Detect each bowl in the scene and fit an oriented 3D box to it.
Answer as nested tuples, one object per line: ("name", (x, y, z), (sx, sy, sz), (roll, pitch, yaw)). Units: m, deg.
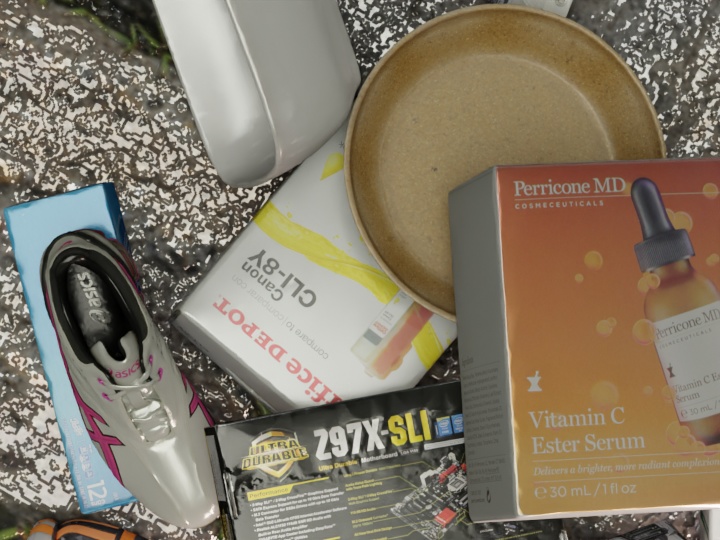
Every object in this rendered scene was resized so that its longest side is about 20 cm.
("bowl", (-0.068, -0.157, 1.586), (0.075, 0.200, 0.200), (-22, 93, -15))

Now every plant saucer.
("plant saucer", (0.086, -0.060, 1.581), (0.200, 0.035, 0.200), (1, 82, -10))

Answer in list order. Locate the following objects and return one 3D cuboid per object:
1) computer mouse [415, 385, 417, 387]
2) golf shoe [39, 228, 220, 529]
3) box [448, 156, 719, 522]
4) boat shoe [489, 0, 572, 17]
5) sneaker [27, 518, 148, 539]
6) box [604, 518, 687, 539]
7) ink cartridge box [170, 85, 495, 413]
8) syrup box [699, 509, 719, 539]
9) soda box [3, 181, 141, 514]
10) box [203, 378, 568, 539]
("computer mouse", (0.037, 0.150, 1.676), (0.200, 0.046, 0.141), (21, 81, 0))
("golf shoe", (-0.143, 0.071, 1.584), (0.073, 0.092, 0.200), (-27, 94, 1))
("box", (0.140, 0.041, 1.505), (0.152, 0.106, 0.200), (-3, 85, -12))
("boat shoe", (0.161, -0.239, 1.629), (0.086, 0.075, 0.202), (30, 96, 0))
("sneaker", (-0.166, 0.262, 1.667), (0.112, 0.078, 0.200), (7, 94, 2))
("box", (0.124, 0.263, 1.634), (0.200, 0.050, 0.158), (-17, 109, -9))
("ink cartridge box", (0.000, 0.000, 1.624), (0.145, 0.083, 0.200), (41, 82, -2))
("syrup box", (0.249, 0.108, 1.599), (0.079, 0.081, 0.200), (-1, 98, 3))
("soda box", (-0.167, 0.048, 1.660), (0.068, 0.064, 0.200), (-14, 93, 2))
("box", (0.020, 0.152, 1.551), (0.200, 0.049, 0.160), (-11, 86, -10))
